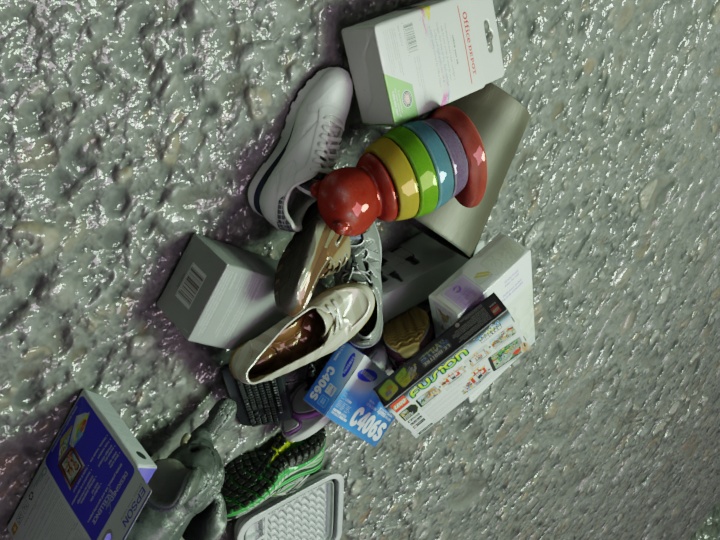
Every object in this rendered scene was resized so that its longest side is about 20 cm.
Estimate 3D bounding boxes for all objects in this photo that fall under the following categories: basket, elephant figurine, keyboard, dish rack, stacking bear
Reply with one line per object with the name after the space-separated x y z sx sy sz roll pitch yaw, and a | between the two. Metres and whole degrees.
0.131 -0.144 1.215 0.179 0.135 0.203 31 90 -36 | basket
-0.224 0.272 1.116 0.197 0.157 0.141 -29 173 4 | elephant figurine
-0.108 0.156 1.191 0.124 0.021 0.201 -15 151 -7 | keyboard
-0.115 0.400 1.408 0.197 0.043 0.175 -21 128 -32 | dish rack
0.039 -0.105 1.057 0.197 0.123 0.114 -26 164 -19 | stacking bear

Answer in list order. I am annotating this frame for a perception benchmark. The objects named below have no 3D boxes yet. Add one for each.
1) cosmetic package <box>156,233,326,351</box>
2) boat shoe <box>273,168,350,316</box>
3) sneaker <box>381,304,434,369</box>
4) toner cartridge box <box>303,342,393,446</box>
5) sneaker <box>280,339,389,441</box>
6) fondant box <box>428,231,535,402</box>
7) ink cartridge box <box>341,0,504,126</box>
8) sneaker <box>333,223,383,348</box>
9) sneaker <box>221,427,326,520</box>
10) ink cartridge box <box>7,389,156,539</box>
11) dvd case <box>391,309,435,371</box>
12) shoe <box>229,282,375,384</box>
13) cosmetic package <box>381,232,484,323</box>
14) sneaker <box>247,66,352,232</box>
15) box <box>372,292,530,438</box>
-0.135 0.039 1.119 0.198 0.090 0.108 21 102 -51 | cosmetic package
-0.043 -0.029 1.086 0.071 0.075 0.203 34 57 -24 | boat shoe
0.070 0.105 1.257 0.073 0.200 0.092 -19 103 2 | sneaker
-0.001 0.174 1.254 0.096 0.043 0.200 -56 151 -7 | toner cartridge box
-0.029 0.181 1.318 0.200 0.075 0.100 -43 137 -13 | sneaker
0.172 0.068 1.258 0.144 0.058 0.202 -39 141 -21 | fondant box
0.081 -0.262 1.105 0.198 0.067 0.120 -27 113 -33 | ink cartridge box
0.000 0.000 1.166 0.073 0.082 0.205 -12 92 -4 | sneaker
-0.126 0.303 1.306 0.198 0.078 0.087 -27 133 -29 | sneaker
-0.308 0.273 1.020 0.043 0.199 0.201 25 99 -45 | ink cartridge box
0.119 0.084 1.356 0.016 0.149 0.202 33 92 -11 | dvd case
-0.062 0.079 1.086 0.198 0.053 0.071 -31 101 -14 | shoe
0.079 -0.002 1.294 0.198 0.082 0.051 -28 133 -28 | cosmetic package
-0.054 -0.141 1.077 0.076 0.080 0.203 22 95 -45 | sneaker
0.121 0.126 1.181 0.199 0.035 0.110 -38 139 2 | box
